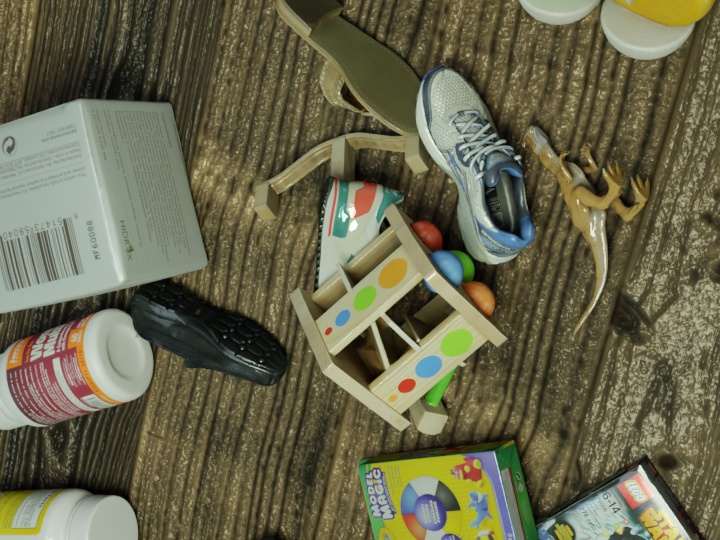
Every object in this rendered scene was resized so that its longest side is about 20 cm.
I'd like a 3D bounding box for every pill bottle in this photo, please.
[{"bbox_3d":[-0.352,0.121,1.256,0.200,0.110,0.110,-18,89,25],"label":"pill bottle"},{"bbox_3d":[-0.378,0.322,1.290,0.200,0.114,0.115,-7,94,25],"label":"pill bottle"}]

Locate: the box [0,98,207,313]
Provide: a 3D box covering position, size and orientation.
[{"bbox_3d":[-0.309,-0.071,1.179,0.199,0.171,0.201,-12,91,25],"label":"box"}]

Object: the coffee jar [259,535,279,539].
[{"bbox_3d":[-0.115,0.402,1.197,0.104,0.085,0.200,32,109,21],"label":"coffee jar"}]

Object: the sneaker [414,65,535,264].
[{"bbox_3d":[0.119,-0.106,1.019,0.077,0.085,0.200,-25,93,-17],"label":"sneaker"}]

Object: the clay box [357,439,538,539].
[{"bbox_3d":[0.077,0.243,1.094,0.200,0.048,0.115,-15,89,36],"label":"clay box"}]

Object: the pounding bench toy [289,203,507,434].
[{"bbox_3d":[0.064,0.058,1.047,0.156,0.200,0.124,-41,37,10],"label":"pounding bench toy"}]

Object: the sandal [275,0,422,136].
[{"bbox_3d":[-0.013,-0.203,1.098,0.212,0.078,0.070,48,145,9],"label":"sandal"}]

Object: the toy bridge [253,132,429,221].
[{"bbox_3d":[-0.018,-0.109,1.106,0.200,0.027,0.067,-16,50,22],"label":"toy bridge"}]

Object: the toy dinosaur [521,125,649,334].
[{"bbox_3d":[0.221,-0.053,1.017,0.106,0.060,0.200,-29,78,48],"label":"toy dinosaur"}]

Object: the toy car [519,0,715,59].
[{"bbox_3d":[0.231,-0.298,0.933,0.200,0.175,0.150,27,72,19],"label":"toy car"}]

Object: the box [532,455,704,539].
[{"bbox_3d":[0.276,0.300,1.034,0.137,0.040,0.200,-38,80,22],"label":"box"}]

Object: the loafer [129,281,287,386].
[{"bbox_3d":[-0.172,0.080,1.199,0.200,0.068,0.071,25,125,17],"label":"loafer"}]

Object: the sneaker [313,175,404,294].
[{"bbox_3d":[0.000,-0.001,1.097,0.093,0.070,0.200,3,119,-3],"label":"sneaker"}]
